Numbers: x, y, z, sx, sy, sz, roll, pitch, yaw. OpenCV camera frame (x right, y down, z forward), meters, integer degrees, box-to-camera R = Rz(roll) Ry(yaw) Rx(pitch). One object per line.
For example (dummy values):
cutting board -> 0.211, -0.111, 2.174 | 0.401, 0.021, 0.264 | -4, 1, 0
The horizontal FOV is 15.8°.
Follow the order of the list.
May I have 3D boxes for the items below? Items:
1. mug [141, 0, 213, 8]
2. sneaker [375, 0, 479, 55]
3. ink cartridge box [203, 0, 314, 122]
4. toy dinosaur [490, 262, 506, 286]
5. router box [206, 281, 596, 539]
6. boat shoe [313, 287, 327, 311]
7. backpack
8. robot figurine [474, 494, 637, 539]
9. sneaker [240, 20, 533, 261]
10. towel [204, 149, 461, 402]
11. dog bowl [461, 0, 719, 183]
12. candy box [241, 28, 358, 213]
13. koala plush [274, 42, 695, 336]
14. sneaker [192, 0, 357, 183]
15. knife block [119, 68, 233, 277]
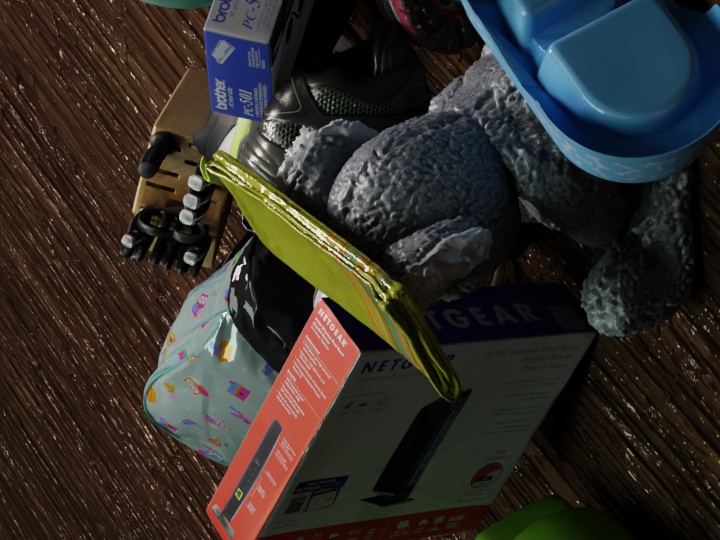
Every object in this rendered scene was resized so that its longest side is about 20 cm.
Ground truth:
mug -> -0.123, -0.282, 1.735 | 0.186, 0.152, 0.115 | 61, 154, 18
sneaker -> 0.015, -0.226, 1.564 | 0.075, 0.080, 0.201 | 22, 130, 63
ink cartridge box -> -0.047, -0.200, 1.594 | 0.094, 0.044, 0.201 | 90, -166, -62
toy dinosaur -> 0.069, 0.064, 1.699 | 0.058, 0.200, 0.101 | 34, -174, 24
router box -> 0.025, 0.093, 1.599 | 0.049, 0.199, 0.180 | 52, 129, 33
boat shoe -> 0.002, -0.002, 1.619 | 0.068, 0.074, 0.199 | 46, -164, 11
backpack -> -0.064, 0.054, 1.786 | 0.167, 0.127, 0.200 | 42, 148, -12
robot figurine -> 0.151, 0.228, 1.615 | 0.200, 0.115, 0.176 | 46, 152, 42
sneaker -> 0.037, -0.077, 1.581 | 0.115, 0.199, 0.076 | -61, 24, 14
towel -> -0.017, 0.002, 1.417 | 0.200, 0.018, 0.086 | 38, 162, 49
dog bowl -> 0.121, -0.131, 1.377 | 0.200, 0.111, 0.050 | 57, 170, 24
candy box -> -0.023, -0.067, 1.819 | 0.137, 0.061, 0.200 | 54, 153, 30
koala plush -> 0.064, -0.050, 1.449 | 0.177, 0.199, 0.184 | 46, 149, 44
sneaker -> -0.065, -0.151, 1.712 | 0.083, 0.072, 0.201 | 21, 96, 35
knife block -> -0.117, -0.084, 1.844 | 0.176, 0.064, 0.201 | 108, 179, -66
